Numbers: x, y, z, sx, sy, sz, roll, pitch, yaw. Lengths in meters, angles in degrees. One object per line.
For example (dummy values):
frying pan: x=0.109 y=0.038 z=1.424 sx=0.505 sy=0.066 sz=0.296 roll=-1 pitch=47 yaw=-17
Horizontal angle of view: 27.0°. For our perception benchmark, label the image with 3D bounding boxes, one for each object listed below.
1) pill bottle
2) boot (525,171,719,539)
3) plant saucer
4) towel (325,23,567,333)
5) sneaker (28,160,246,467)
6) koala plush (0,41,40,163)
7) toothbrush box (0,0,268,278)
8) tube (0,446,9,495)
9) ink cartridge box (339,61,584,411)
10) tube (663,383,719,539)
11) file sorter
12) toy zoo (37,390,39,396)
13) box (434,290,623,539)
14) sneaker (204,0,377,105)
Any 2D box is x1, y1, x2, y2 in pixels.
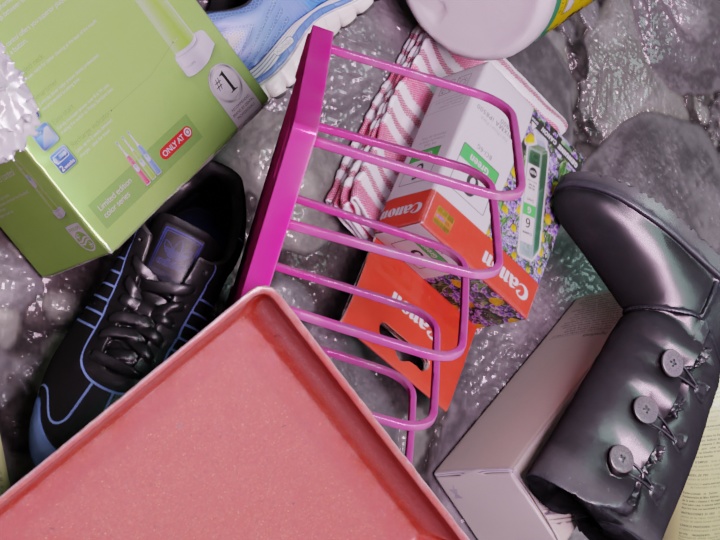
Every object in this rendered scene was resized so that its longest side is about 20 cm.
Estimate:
pill bottle: x=0.121 y=-0.227 z=1.041 sx=0.200 sy=0.112 sz=0.113 roll=-39 pitch=105 yaw=-49
boot: x=0.155 y=0.058 z=0.953 sx=0.164 sy=0.066 sz=0.200 roll=33 pitch=71 yaw=-4
plant saucer: x=-0.072 y=0.135 z=0.748 sx=0.200 sy=0.037 sz=0.200 roll=-39 pitch=115 yaw=-5
towel: x=0.068 y=-0.076 z=1.029 sx=0.146 sy=0.030 sz=0.201 roll=41 pitch=58 yaw=-25
sneaker: x=-0.117 y=0.022 z=0.806 sx=0.070 sy=0.078 sz=0.200 roll=23 pitch=49 yaw=-1
koala plush: x=-0.261 y=-0.077 z=0.685 sx=0.199 sy=0.177 sz=0.185 roll=18 pitch=60 yaw=-30
toothbrush box: x=-0.170 y=-0.121 z=0.814 sx=0.200 sy=0.086 sz=0.146 roll=53 pitch=54 yaw=-18
tube: x=-0.208 y=0.092 z=0.744 sx=0.052 sy=0.058 sz=0.201 roll=46 pitch=33 yaw=-79
ink cartridge box: x=0.070 y=-0.023 z=0.970 sx=0.109 sy=0.050 sz=0.201 roll=40 pitch=57 yaw=-28
tube: x=0.239 y=0.147 z=1.049 sx=0.058 sy=0.052 sz=0.201 roll=-32 pitch=130 yaw=-52
file sorter: x=0.000 y=0.000 z=0.804 sx=0.125 sy=0.201 sz=0.139 roll=16 pitch=28 yaw=-6
toy zoo: x=-0.114 y=0.132 z=0.846 sx=0.131 sy=0.020 sz=0.201 roll=0 pitch=81 yaw=-38
box: x=0.144 y=0.097 z=1.020 sx=0.200 sy=0.082 sz=0.069 roll=-45 pitch=110 yaw=-34
sneaker: x=-0.040 y=-0.187 z=0.936 sx=0.089 sy=0.078 sz=0.200 roll=52 pitch=54 yaw=-20
